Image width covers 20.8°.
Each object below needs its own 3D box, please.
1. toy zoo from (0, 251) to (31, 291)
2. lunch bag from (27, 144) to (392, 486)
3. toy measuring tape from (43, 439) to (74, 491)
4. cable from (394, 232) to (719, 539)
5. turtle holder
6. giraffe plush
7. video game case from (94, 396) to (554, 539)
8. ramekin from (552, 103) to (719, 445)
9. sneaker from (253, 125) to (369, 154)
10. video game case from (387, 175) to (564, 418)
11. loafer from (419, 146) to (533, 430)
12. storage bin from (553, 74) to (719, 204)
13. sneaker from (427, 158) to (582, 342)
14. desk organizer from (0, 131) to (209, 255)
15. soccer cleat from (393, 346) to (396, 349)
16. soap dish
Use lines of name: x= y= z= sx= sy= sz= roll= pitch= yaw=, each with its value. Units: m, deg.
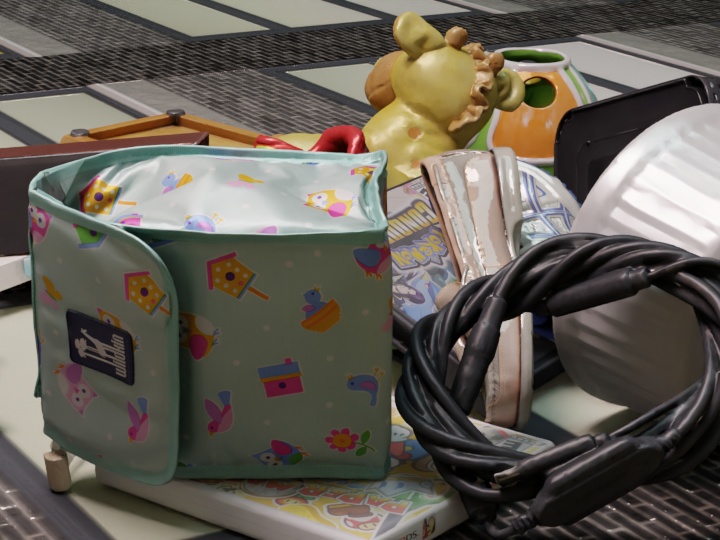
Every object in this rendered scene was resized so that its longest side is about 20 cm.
toy zoo: x=-0.303 y=-0.008 z=1.469 sx=0.200 sy=0.020 sz=0.131 roll=2 pitch=16 yaw=26
lunch bag: x=-0.083 y=0.025 z=1.075 sx=0.200 sy=0.170 sz=0.122 roll=0 pitch=32 yaw=-2
toy measuring tape: x=-0.126 y=0.072 z=1.190 sx=0.074 sy=0.074 sz=0.200 roll=5 pitch=27 yaw=13
cable: x=0.122 y=0.052 z=1.082 sx=0.200 sy=0.051 sz=0.163 roll=-31 pitch=51 yaw=-4
turtle holder: x=0.153 y=-0.127 z=1.718 sx=0.141 sy=0.132 sz=0.185 roll=8 pitch=19 yaw=23
giraffe plush: x=0.038 y=-0.108 z=1.512 sx=0.200 sy=0.162 sz=0.173 roll=15 pitch=-8 yaw=27
video game case: x=-0.019 y=0.110 z=1.134 sx=0.200 sy=0.023 sz=0.182 roll=14 pitch=22 yaw=36
ramekin: x=0.221 y=0.008 z=1.190 sx=0.200 sy=0.201 sz=0.098 roll=-13 pitch=30 yaw=-36
sneaker: x=-0.070 y=-0.050 z=1.355 sx=0.077 sy=0.085 sz=0.200 roll=13 pitch=30 yaw=43
video game case: x=0.069 y=0.009 z=1.327 sx=0.181 sy=0.026 sz=0.200 roll=38 pitch=31 yaw=18
loafer: x=0.071 y=0.010 z=1.223 sx=0.063 sy=0.072 sz=0.200 roll=2 pitch=56 yaw=-4
storage bin: x=0.224 y=-0.055 z=1.382 sx=0.094 sy=0.135 sz=0.200 roll=3 pitch=-5 yaw=-25
sneaker: x=0.119 y=-0.006 z=1.291 sx=0.200 sy=0.075 sz=0.088 roll=36 pitch=32 yaw=17
desk organizer: x=-0.209 y=-0.057 z=1.445 sx=0.200 sy=0.072 sz=0.077 roll=-4 pitch=12 yaw=5
soccer cleat: x=0.000 y=0.000 z=1.391 sx=0.081 sy=0.068 sz=0.200 roll=-36 pitch=27 yaw=-13
soap dish: x=-0.144 y=-0.072 z=1.617 sx=0.200 sy=0.081 sz=0.157 roll=18 pitch=24 yaw=41
